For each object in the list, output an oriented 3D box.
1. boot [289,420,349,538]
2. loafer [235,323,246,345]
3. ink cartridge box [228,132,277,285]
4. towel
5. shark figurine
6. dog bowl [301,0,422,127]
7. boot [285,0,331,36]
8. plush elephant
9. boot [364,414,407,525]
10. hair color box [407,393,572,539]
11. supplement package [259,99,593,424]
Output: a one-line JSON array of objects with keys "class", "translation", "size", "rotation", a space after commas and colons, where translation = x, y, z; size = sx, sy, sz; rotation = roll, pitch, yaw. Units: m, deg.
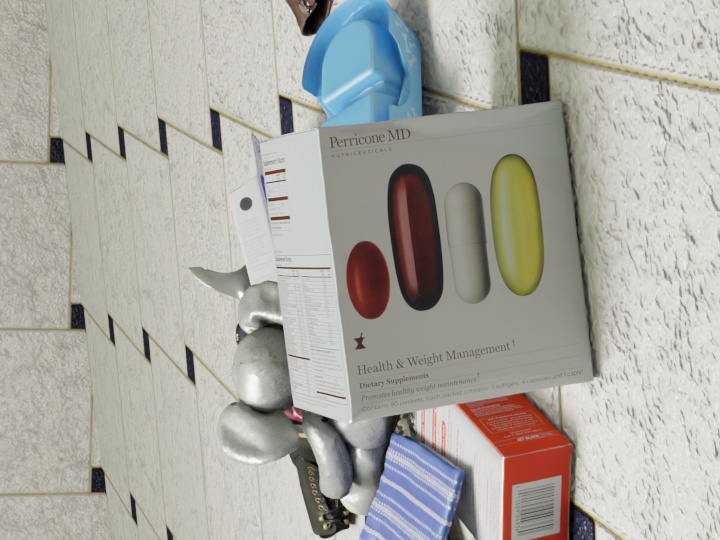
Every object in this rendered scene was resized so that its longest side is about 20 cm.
[{"class": "boot", "translation": [-0.032, 0.213, 1.796], "size": [0.200, 0.077, 0.140], "rotation": [130, 127, -84]}, {"class": "loafer", "translation": [-0.116, 0.113, 1.997], "size": [0.201, 0.070, 0.069], "rotation": [-127, 34, -57]}, {"class": "ink cartridge box", "translation": [-0.079, -0.014, 1.746], "size": [0.198, 0.043, 0.202], "rotation": [49, -153, -70]}, {"class": "towel", "translation": [0.021, 0.237, 1.373], "size": [0.202, 0.024, 0.145], "rotation": [-71, 20, 1]}, {"class": "shark figurine", "translation": [-0.108, 0.078, 1.802], "size": [0.215, 0.089, 0.129], "rotation": [51, -158, -58]}, {"class": "dog bowl", "translation": [0.004, -0.137, 1.448], "size": [0.111, 0.049, 0.202], "rotation": [-29, 49, 39]}, {"class": "boot", "translation": [-0.059, -0.347, 1.669], "size": [0.167, 0.072, 0.201], "rotation": [60, 153, 24]}, {"class": "plush elephant", "translation": [-0.042, 0.099, 1.462], "size": [0.200, 0.153, 0.166], "rotation": [64, -137, -72]}, {"class": "boot", "translation": [0.025, 0.222, 1.613], "size": [0.204, 0.073, 0.156], "rotation": [134, 129, -63]}, {"class": "hair color box", "translation": [0.098, 0.141, 1.361], "size": [0.200, 0.061, 0.103], "rotation": [-133, 38, -60]}, {"class": "supplement package", "translation": [0.046, -0.009, 1.246], "size": [0.147, 0.189, 0.203], "rotation": [-179, 81, -71]}]
